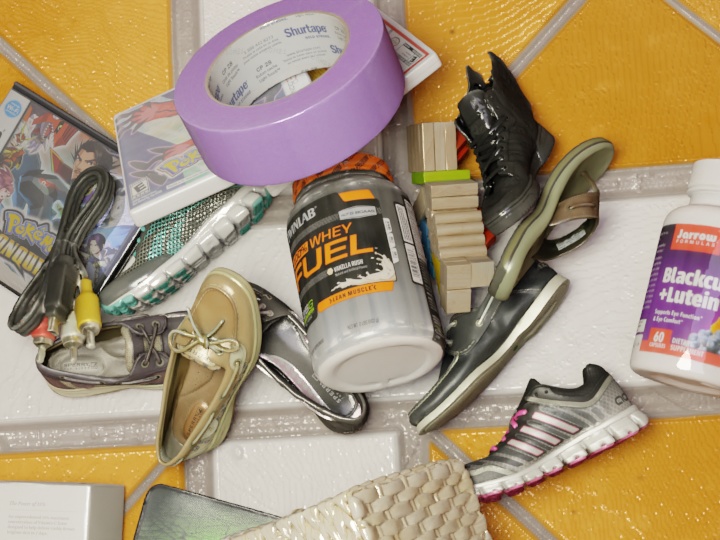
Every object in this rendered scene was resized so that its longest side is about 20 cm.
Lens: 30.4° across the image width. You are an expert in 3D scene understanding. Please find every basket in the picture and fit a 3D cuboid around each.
[{"bbox_3d":[0.017,0.281,1.121,0.161,0.200,0.199,-29,75,30],"label":"basket"}]

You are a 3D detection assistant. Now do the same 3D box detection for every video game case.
[{"bbox_3d":[-0.314,-0.064,1.329,0.200,0.026,0.181,31,85,11],"label":"video game case"},{"bbox_3d":[-0.033,-0.166,1.270,0.200,0.017,0.143,-38,38,-2],"label":"video game case"},{"bbox_3d":[-0.136,-0.138,1.266,0.200,0.023,0.182,-25,39,3],"label":"video game case"}]

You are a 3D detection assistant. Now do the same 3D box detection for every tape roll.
[{"bbox_3d":[-0.064,-0.165,1.190,0.200,0.066,0.200,-14,41,13],"label":"tape roll"}]

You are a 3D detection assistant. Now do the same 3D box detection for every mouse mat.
[{"bbox_3d":[-0.129,0.302,1.255,0.200,0.008,0.161,13,83,8],"label":"mouse mat"}]

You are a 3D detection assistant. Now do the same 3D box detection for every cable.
[{"bbox_3d":[-0.280,-0.003,1.275,0.097,0.050,0.200,-13,53,27],"label":"cable"}]

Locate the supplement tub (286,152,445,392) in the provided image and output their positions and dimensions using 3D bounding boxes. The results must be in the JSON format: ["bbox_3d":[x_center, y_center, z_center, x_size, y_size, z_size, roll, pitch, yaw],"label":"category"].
[{"bbox_3d":[0.000,0.000,1.218,0.122,0.123,0.200,-15,62,4],"label":"supplement tub"}]

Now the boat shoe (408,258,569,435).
[{"bbox_3d":[0.108,0.068,1.235,0.068,0.072,0.200,39,82,17],"label":"boat shoe"}]

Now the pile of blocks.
[{"bbox_3d":[0.091,-0.052,1.254,0.062,0.082,0.200,-4,71,-13],"label":"pile of blocks"}]

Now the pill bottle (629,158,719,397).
[{"bbox_3d":[0.318,0.007,1.196,0.111,0.111,0.200,14,82,9],"label":"pill bottle"}]

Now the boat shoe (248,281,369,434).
[{"bbox_3d":[-0.067,0.074,1.242,0.200,0.057,0.067,43,75,0],"label":"boat shoe"}]

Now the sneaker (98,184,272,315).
[{"bbox_3d":[-0.183,-0.039,1.285,0.200,0.078,0.091,-41,81,-10],"label":"sneaker"}]

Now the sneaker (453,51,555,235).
[{"bbox_3d":[0.122,-0.120,1.227,0.104,0.200,0.060,45,127,-13],"label":"sneaker"}]

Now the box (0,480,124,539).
[{"bbox_3d":[-0.297,0.297,1.228,0.124,0.097,0.201,0,81,10],"label":"box"}]

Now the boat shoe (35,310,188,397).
[{"bbox_3d":[-0.214,0.078,1.272,0.199,0.065,0.072,-9,77,4],"label":"boat shoe"}]

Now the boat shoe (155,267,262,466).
[{"bbox_3d":[-0.142,0.093,1.215,0.073,0.063,0.200,24,118,21],"label":"boat shoe"}]

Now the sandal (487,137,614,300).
[{"bbox_3d":[0.183,-0.040,1.214,0.057,0.080,0.201,28,59,16],"label":"sandal"}]

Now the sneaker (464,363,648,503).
[{"bbox_3d":[0.157,0.147,1.214,0.200,0.074,0.088,-25,75,0],"label":"sneaker"}]
